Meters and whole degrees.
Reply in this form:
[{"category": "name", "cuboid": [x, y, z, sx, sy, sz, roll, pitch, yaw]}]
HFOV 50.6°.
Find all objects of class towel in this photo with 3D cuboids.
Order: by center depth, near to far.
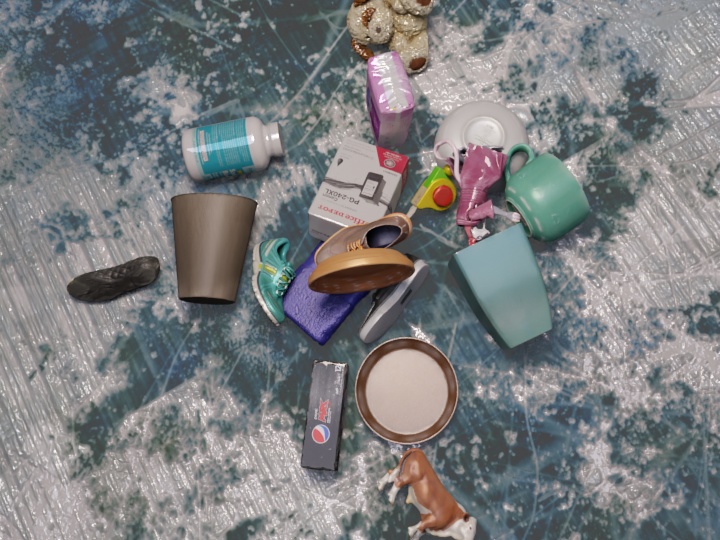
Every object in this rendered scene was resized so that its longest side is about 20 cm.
[{"category": "towel", "cuboid": [-0.064, 0.034, 1.521, 0.147, 0.050, 0.200, 38, 81, 17]}]

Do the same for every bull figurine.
[{"category": "bull figurine", "cuboid": [0.123, 0.429, 1.394, 0.121, 0.065, 0.201, -30, 73, -15]}]

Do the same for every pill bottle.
[{"category": "pill bottle", "cuboid": [-0.259, -0.253, 1.572, 0.197, 0.111, 0.112, -11, 76, 3]}]

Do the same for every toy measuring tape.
[{"category": "toy measuring tape", "cuboid": [0.137, -0.124, 1.539, 0.073, 0.074, 0.201, 35, 98, 12]}]

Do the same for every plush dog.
[{"category": "plush dog", "cuboid": [0.056, -0.529, 1.599, 0.169, 0.202, 0.162, -3, 42, -6]}]

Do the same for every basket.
[{"category": "basket", "cuboid": [-0.297, -0.039, 1.516, 0.178, 0.136, 0.203, 0, 80, 9]}]

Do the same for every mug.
[{"category": "mug", "cuboid": [0.343, -0.140, 1.482, 0.114, 0.153, 0.185, -34, 42, -2]}]

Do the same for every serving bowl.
[{"category": "serving bowl", "cuboid": [0.249, -0.261, 1.555, 0.197, 0.066, 0.203, -1, 76, 4]}]

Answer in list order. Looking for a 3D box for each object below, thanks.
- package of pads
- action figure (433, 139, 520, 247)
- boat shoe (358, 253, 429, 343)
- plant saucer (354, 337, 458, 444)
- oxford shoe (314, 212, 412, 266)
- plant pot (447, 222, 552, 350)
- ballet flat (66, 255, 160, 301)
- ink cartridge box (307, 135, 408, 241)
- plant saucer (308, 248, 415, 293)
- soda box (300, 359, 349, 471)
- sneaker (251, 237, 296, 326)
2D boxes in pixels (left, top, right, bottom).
[{"category": "package of pads", "cuboid": [0.056, -0.333, 1.520, 0.075, 0.200, 0.122, -12, 79, -4]}, {"category": "action figure", "cuboid": [0.215, -0.144, 1.447, 0.147, 0.134, 0.203, 14, 78, -21]}, {"category": "boat shoe", "cuboid": [0.057, 0.053, 1.500, 0.056, 0.069, 0.201, 34, 78, 27]}, {"category": "plant saucer", "cuboid": [0.088, 0.231, 1.465, 0.197, 0.035, 0.203, -1, 77, 4]}, {"category": "oxford shoe", "cuboid": [-0.003, -0.051, 1.403, 0.198, 0.073, 0.072, -25, 95, 17]}, {"category": "plant pot", "cuboid": [0.274, 0.041, 1.448, 0.140, 0.141, 0.202, -24, 83, -1]}, {"category": "ballet flat", "cuboid": [-0.504, 0.019, 1.565, 0.197, 0.057, 0.067, -13, 118, 3]}, {"category": "ink cartridge box", "cuboid": [-0.003, -0.147, 1.517, 0.144, 0.084, 0.202, 19, 64, 8]}, {"category": "plant saucer", "cuboid": [0.000, 0.000, 1.393, 0.197, 0.200, 0.038, -10, 75, 2]}, {"category": "soda box", "cuboid": [-0.067, 0.276, 1.452, 0.070, 0.063, 0.203, 5, 76, 7]}, {"category": "sneaker", "cuboid": [-0.166, 0.014, 1.486, 0.079, 0.078, 0.202, -18, 53, 11]}]
